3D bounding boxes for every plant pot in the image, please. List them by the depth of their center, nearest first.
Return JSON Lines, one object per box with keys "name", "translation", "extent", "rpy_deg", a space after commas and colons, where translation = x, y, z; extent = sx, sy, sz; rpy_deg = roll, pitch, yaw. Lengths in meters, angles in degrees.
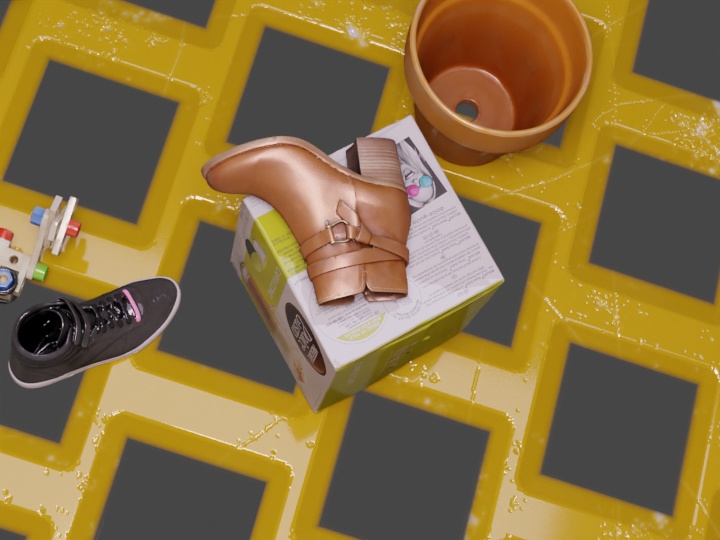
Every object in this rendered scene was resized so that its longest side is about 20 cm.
{"name": "plant pot", "translation": [0.136, -0.206, 1.461], "extent": [0.197, 0.184, 0.204], "rpy_deg": [2, 72, -8]}

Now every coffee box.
{"name": "coffee box", "translation": [0.000, 0.000, 1.369], "extent": [0.198, 0.200, 0.200], "rpy_deg": [-27, 78, -16]}

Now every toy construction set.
{"name": "toy construction set", "translation": [-0.391, -0.045, 1.388], "extent": [0.197, 0.092, 0.133], "rpy_deg": [15, 71, 8]}

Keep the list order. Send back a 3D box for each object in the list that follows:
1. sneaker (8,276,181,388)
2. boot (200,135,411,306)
{"name": "sneaker", "translation": [-0.274, 0.054, 1.366], "extent": [0.198, 0.099, 0.071], "rpy_deg": [-27, 77, -16]}
{"name": "boot", "translation": [-0.048, -0.043, 1.235], "extent": [0.196, 0.074, 0.157], "rpy_deg": [-4, 77, -5]}
